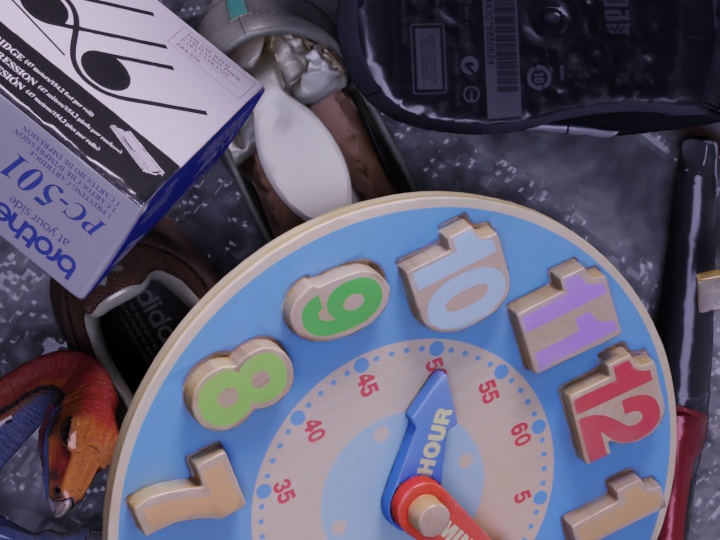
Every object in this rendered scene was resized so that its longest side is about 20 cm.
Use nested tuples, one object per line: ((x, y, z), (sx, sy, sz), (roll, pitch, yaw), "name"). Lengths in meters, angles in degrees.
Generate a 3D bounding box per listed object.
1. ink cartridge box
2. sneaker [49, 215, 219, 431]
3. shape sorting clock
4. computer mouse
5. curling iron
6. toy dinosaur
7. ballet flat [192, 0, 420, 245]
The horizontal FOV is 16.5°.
((-0.132, -0.086, 0.747), (0.200, 0.094, 0.044), (39, 124, 1), "ink cartridge box")
((-0.043, 0.071, 0.831), (0.070, 0.076, 0.200), (-34, 105, 5), "sneaker")
((0.014, 0.072, 0.792), (0.199, 0.039, 0.201), (-9, 111, -25), "shape sorting clock")
((0.091, -0.053, 0.819), (0.199, 0.046, 0.142), (-8, 90, -11), "computer mouse")
((0.101, 0.052, 0.863), (0.049, 0.026, 0.201), (8, 104, -10), "curling iron")
((-0.161, 0.084, 0.800), (0.199, 0.105, 0.182), (30, 108, -11), "toy dinosaur")
((0.000, 0.000, 0.822), (0.067, 0.064, 0.201), (-28, 106, 3), "ballet flat")
